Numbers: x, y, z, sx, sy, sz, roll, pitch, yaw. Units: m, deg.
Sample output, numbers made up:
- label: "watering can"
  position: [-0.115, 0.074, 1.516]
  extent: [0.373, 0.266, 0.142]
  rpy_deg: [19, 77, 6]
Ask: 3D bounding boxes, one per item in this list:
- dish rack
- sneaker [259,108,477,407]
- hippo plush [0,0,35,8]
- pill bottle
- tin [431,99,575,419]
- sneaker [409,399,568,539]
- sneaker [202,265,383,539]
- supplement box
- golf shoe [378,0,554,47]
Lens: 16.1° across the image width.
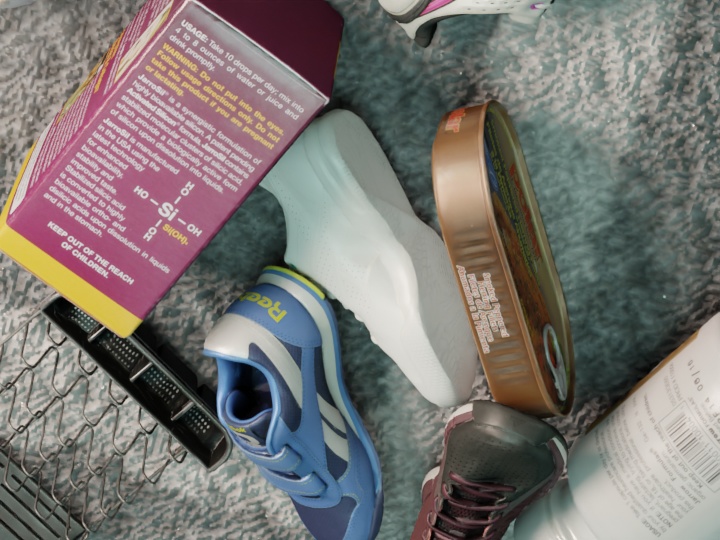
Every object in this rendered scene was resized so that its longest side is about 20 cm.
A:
- label: "dish rack"
  position: [-0.193, 0.105, 1.627]
  extent: [0.200, 0.055, 0.153]
  rpy_deg: [-39, 105, 21]
- label: "sneaker"
  position: [0.000, 0.000, 1.557]
  extent: [0.088, 0.075, 0.200]
  rpy_deg: [-20, 107, 28]
- label: "hippo plush"
  position: [-0.241, -0.216, 1.419]
  extent: [0.199, 0.159, 0.161]
  rpy_deg: [9, 115, 1]
- label: "pill bottle"
  position: [0.191, 0.125, 1.562]
  extent: [0.114, 0.114, 0.200]
  rpy_deg: [39, 118, -13]
- label: "tin"
  position: [0.086, -0.004, 1.516]
  extent: [0.042, 0.112, 0.200]
  rpy_deg: [-9, 114, 20]
- label: "sneaker"
  position: [0.067, 0.161, 1.544]
  extent: [0.075, 0.116, 0.200]
  rpy_deg: [20, 155, 2]
- label: "sneaker"
  position: [-0.046, 0.098, 1.579]
  extent: [0.074, 0.082, 0.200]
  rpy_deg: [7, 125, 43]
- label: "supplement box"
  position: [-0.111, -0.083, 1.487]
  extent: [0.103, 0.131, 0.200]
  rpy_deg: [36, 114, -13]
- label: "golf shoe"
  position: [0.100, -0.190, 1.450]
  extent: [0.200, 0.073, 0.092]
  rpy_deg: [-15, 120, 23]
